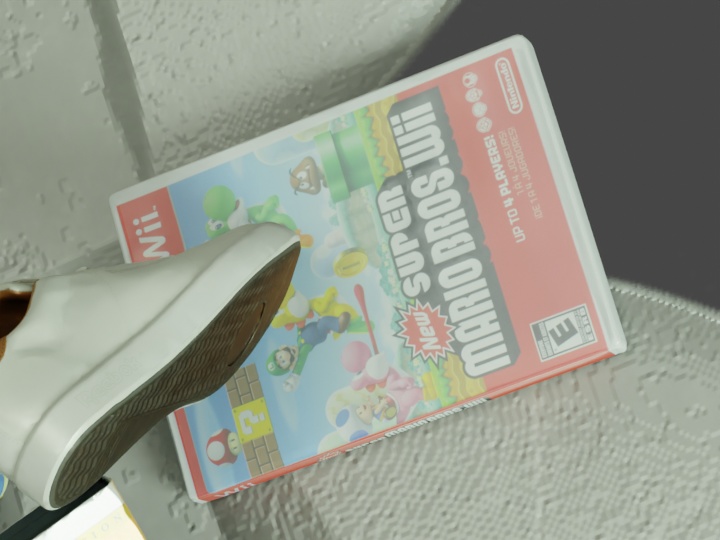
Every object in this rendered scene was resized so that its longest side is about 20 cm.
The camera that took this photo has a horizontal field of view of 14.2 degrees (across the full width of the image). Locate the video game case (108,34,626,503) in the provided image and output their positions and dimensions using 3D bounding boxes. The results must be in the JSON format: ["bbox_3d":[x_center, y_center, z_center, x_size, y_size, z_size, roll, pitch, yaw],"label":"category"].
[{"bbox_3d":[0.000,0.000,1.231,0.199,0.017,0.144,-21,74,14],"label":"video game case"}]

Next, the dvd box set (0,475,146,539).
[{"bbox_3d":[-0.111,0.201,1.133,0.146,0.029,0.201,-35,110,-20],"label":"dvd box set"}]

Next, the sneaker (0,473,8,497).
[{"bbox_3d":[-0.216,0.139,1.135,0.199,0.076,0.106,-23,79,14],"label":"sneaker"}]

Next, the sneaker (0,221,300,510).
[{"bbox_3d":[-0.097,0.016,1.151,0.084,0.200,0.073,32,123,15],"label":"sneaker"}]
